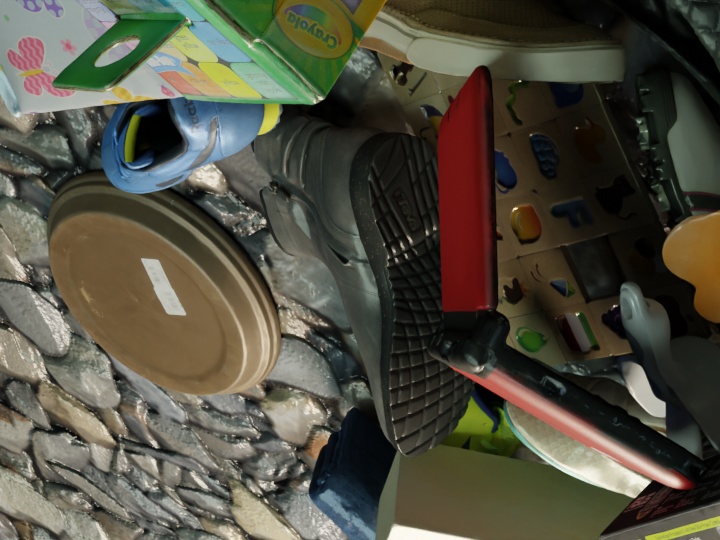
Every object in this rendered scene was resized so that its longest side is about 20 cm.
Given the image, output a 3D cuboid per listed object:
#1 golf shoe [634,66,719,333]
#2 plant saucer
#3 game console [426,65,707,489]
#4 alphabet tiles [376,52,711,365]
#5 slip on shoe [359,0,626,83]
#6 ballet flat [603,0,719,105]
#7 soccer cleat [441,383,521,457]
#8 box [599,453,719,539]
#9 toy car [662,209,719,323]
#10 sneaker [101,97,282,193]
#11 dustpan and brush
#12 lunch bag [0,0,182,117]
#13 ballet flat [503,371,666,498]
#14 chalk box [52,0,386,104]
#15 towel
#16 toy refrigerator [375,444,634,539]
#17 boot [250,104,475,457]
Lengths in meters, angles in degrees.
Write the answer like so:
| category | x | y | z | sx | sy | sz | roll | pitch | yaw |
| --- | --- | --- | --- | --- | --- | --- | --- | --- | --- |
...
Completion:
| category | x | y | z | sx | sy | sz | roll | pitch | yaw |
| --- | --- | --- | --- | --- | --- | --- | --- | --- | --- |
| golf shoe | 0.200 | -0.019 | 0.773 | 0.088 | 0.077 | 0.201 | -27 | 101 | 12 |
| plant saucer | -0.147 | 0.017 | 1.111 | 0.199 | 0.030 | 0.201 | 22 | 139 | 20 |
| game console | 0.093 | 0.007 | 0.749 | 0.172 | 0.119 | 0.200 | 30 | 178 | -1 |
| alphabet tiles | 0.084 | -0.041 | 0.839 | 0.167 | 0.008 | 0.201 | -14 | 105 | 50 |
| slip on shoe | 0.043 | -0.132 | 0.760 | 0.199 | 0.076 | 0.061 | 21 | 109 | 43 |
| ballet flat | 0.117 | -0.134 | 0.709 | 0.199 | 0.057 | 0.066 | 32 | 170 | 8 |
| soccer cleat | 0.076 | 0.103 | 0.991 | 0.083 | 0.065 | 0.201 | 14 | 136 | 24 |
| box | 0.198 | 0.155 | 0.690 | 0.160 | 0.044 | 0.200 | 47 | 166 | 7 |
| toy car | 0.226 | 0.027 | 0.677 | 0.199 | 0.185 | 0.178 | 19 | 140 | 13 |
| sneaker | -0.125 | -0.083 | 0.926 | 0.200 | 0.078 | 0.066 | -16 | 96 | 58 |
| dustpan and brush | 0.158 | 0.065 | 0.747 | 0.140 | 0.057 | 0.201 | 51 | 165 | 44 |
| lunch bag | -0.146 | -0.192 | 0.818 | 0.169 | 0.127 | 0.201 | 0 | 123 | 35 |
| ballet flat | 0.174 | 0.101 | 0.897 | 0.199 | 0.068 | 0.062 | 28 | 135 | -21 |
| chalk box | -0.060 | -0.152 | 0.685 | 0.124 | 0.201 | 0.124 | 40 | 165 | -33 |
| towel | 0.047 | 0.190 | 1.066 | 0.200 | 0.112 | 0.049 | 44 | 107 | -8 |
| toy refrigerator | 0.112 | 0.165 | 0.970 | 0.198 | 0.070 | 0.076 | 11 | 140 | -3 |
| boot | 0.000 | 0.000 | 0.916 | 0.131 | 0.069 | 0.202 | 20 | 122 | 50 |
